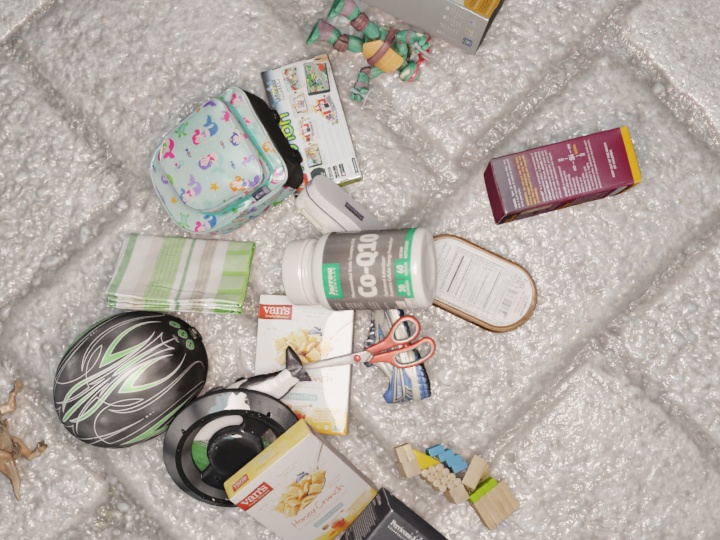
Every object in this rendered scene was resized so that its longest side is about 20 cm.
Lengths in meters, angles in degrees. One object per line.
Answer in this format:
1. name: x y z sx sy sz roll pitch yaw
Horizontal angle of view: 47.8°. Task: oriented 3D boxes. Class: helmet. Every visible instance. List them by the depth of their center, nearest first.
1. helmet: -0.328 0.154 1.146 0.200 0.191 0.200 5 102 24

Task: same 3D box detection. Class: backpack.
1. backpack: -0.207 -0.148 1.187 0.200 0.151 0.178 -32 84 20

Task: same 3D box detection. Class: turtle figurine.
1. turtle figurine: 0.027 -0.322 1.216 0.200 0.101 0.150 30 124 -19

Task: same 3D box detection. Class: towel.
1. towel: -0.263 -0.001 1.200 0.200 0.031 0.149 2 46 0

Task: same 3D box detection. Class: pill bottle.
1. pill bottle: 0.000 0.000 1.135 0.200 0.113 0.113 -3 86 18

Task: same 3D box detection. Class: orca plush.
1. orca plush: -0.171 0.167 1.162 0.200 0.071 0.105 -42 126 15

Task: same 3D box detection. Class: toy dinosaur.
1. toy dinosaur: -0.564 0.251 1.218 0.135 0.086 0.200 -18 102 12

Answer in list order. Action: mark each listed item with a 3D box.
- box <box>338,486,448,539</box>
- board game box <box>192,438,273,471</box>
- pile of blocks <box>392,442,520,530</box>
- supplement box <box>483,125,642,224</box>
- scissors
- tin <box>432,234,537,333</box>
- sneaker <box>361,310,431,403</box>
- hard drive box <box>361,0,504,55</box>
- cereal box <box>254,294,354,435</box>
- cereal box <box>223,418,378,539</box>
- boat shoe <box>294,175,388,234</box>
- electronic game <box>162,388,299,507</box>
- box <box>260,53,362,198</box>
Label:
1. box: 0.053 0.448 1.146 0.200 0.104 0.182 40 88 -7
2. board game box: -0.164 0.294 1.206 0.200 0.023 0.105 24 111 3
3. pile of blocks: 0.136 0.301 1.194 0.200 0.062 0.082 32 76 -4
4. supplement box: 0.289 -0.136 1.187 0.200 0.110 0.086 -14 85 1
5. scissors: 0.009 0.129 1.168 0.200 0.014 0.073 -25 96 7
6. tin: 0.169 0.018 1.220 0.200 0.042 0.112 25 83 4
7. sneaker: 0.034 0.105 1.202 0.085 0.077 0.200 -21 85 5
8. hard drive box: 0.118 -0.434 1.205 0.200 0.077 0.156 26 62 4
9. cereal box: -0.084 0.138 1.212 0.144 0.040 0.200 2 87 6
10. cereal box: -0.077 0.312 1.150 0.144 0.040 0.200 -40 128 0
11. boat shoe: -0.015 -0.053 1.218 0.200 0.072 0.066 41 126 -12
12. electronic game: -0.176 0.252 1.143 0.200 0.042 0.200 -3 115 -6
13. box: -0.075 -0.221 1.247 0.110 0.035 0.200 -15 86 2
